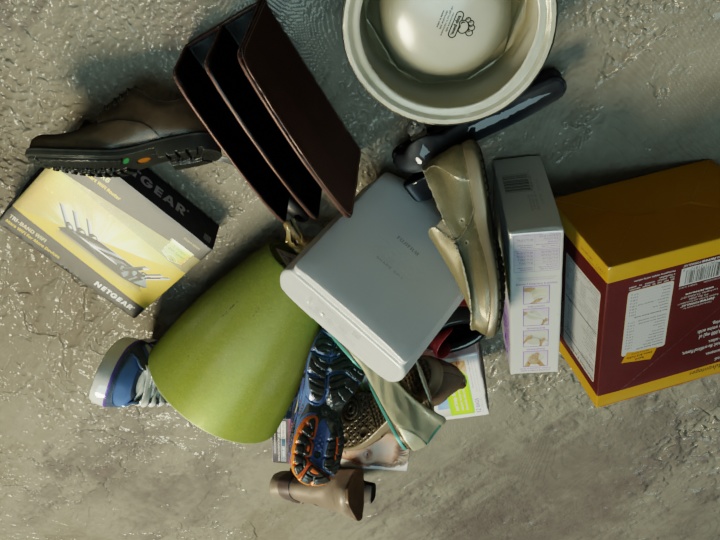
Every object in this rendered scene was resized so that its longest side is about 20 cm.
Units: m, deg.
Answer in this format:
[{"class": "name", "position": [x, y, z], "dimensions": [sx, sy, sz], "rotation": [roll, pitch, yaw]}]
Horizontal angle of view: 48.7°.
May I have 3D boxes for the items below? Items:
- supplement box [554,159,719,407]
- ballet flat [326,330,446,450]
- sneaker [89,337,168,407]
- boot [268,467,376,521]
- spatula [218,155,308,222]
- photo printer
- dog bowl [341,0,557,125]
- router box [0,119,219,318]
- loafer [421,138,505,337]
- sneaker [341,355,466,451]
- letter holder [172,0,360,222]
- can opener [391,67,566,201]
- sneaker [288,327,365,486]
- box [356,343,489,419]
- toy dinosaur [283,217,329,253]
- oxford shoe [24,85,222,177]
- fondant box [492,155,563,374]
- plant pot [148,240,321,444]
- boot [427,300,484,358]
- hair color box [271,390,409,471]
[{"class": "supplement box", "position": [0.325, 0.015, 0.882], "dimensions": [0.196, 0.133, 0.201], "rotation": [-14, 128, -7]}, {"class": "ballet flat", "position": [0.026, 0.101, 0.878], "dimensions": [0.069, 0.069, 0.201], "rotation": [-44, 71, 31]}, {"class": "sneaker", "position": [-0.235, 0.142, 1.000], "dimensions": [0.145, 0.200, 0.081], "rotation": [20, 95, 4]}, {"class": "boot", "position": [-0.062, 0.319, 1.155], "dimensions": [0.145, 0.071, 0.200], "rotation": [2, 165, 13]}, {"class": "spatula", "position": [-0.135, -0.115, 0.901], "dimensions": [0.199, 0.021, 0.056], "rotation": [35, 139, -26]}, {"class": "photo printer", "position": [0.035, -0.004, 0.861], "dimensions": [0.166, 0.200, 0.070], "rotation": [41, 148, 3]}, {"class": "dog bowl", "position": [0.082, -0.245, 0.758], "dimensions": [0.198, 0.074, 0.201], "rotation": [1, 127, 1]}, {"class": "router box", "position": [-0.293, -0.054, 0.937], "dimensions": [0.157, 0.052, 0.200], "rotation": [-37, 118, 26]}, {"class": "loafer", "position": [0.107, -0.030, 0.815], "dimensions": [0.067, 0.076, 0.202], "rotation": [-8, 93, 16]}, {"class": "sneaker", "position": [0.044, 0.170, 0.957], "dimensions": [0.075, 0.071, 0.200], "rotation": [19, 139, -37]}, {"class": "letter holder", "position": [-0.093, -0.140, 0.804], "dimensions": [0.100, 0.143, 0.200], "rotation": [-23, 124, 19]}, {"class": "can opener", "position": [0.122, -0.154, 0.839], "dimensions": [0.199, 0.064, 0.079], "rotation": [-32, 124, 13]}, {"class": "sneaker", "position": [-0.049, 0.147, 0.940], "dimensions": [0.075, 0.201, 0.078], "rotation": [22, 168, -20]}, {"class": "box", "position": [0.058, 0.126, 1.030], "dimensions": [0.198, 0.102, 0.113], "rotation": [-9, 127, 10]}, {"class": "toy dinosaur", "position": [0.000, 0.000, 0.926], "dimensions": [0.200, 0.101, 0.058], "rotation": [37, 149, 6]}, {"class": "oxford shoe", "position": [-0.248, -0.145, 0.829], "dimensions": [0.198, 0.073, 0.085], "rotation": [-8, 84, -6]}, {"class": "fondant box", "position": [0.186, -0.005, 0.894], "dimensions": [0.058, 0.145, 0.201], "rotation": [-6, 127, 6]}, {"class": "plant pot", "position": [-0.125, 0.071, 0.962], "dimensions": [0.186, 0.187, 0.201], "rotation": [30, 109, -19]}, {"class": "boot", "position": [0.047, 0.050, 0.945], "dimensions": [0.198, 0.145, 0.073], "rotation": [-8, 129, 11]}, {"class": "hair color box", "position": [-0.027, 0.228, 1.140], "dimensions": [0.198, 0.061, 0.101], "rotation": [3, 129, 0]}]
